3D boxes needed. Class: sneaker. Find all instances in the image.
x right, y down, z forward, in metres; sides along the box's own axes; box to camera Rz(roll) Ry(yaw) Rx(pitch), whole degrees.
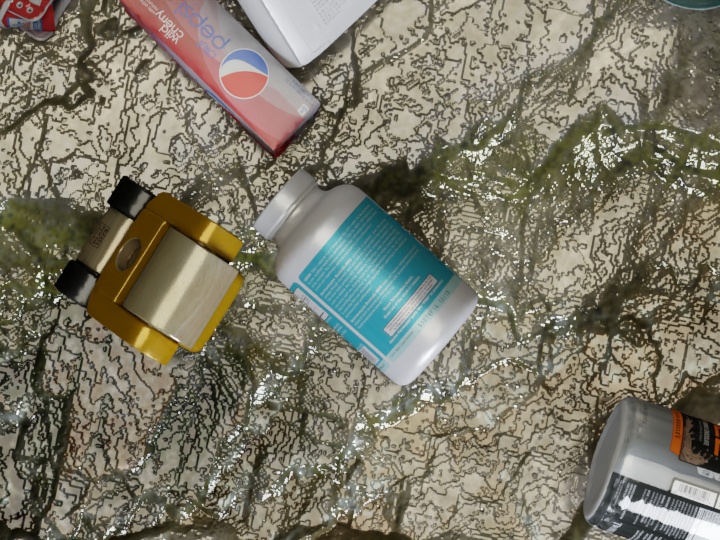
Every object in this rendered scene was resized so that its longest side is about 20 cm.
[{"bbox_3d":[-0.350,-0.237,1.697,0.199,0.071,0.113,-34,85,-5],"label":"sneaker"}]

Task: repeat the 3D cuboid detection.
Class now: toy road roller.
[{"bbox_3d":[-0.158,0.014,1.637,0.146,0.200,0.124,34,87,-36],"label":"toy road roller"}]

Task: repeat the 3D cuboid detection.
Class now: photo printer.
[{"bbox_3d":[-0.056,-0.304,1.652,0.166,0.069,0.200,-45,131,-12],"label":"photo printer"}]

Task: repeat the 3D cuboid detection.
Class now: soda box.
[{"bbox_3d":[-0.127,-0.195,1.702,0.200,0.070,0.063,44,87,1],"label":"soda box"}]

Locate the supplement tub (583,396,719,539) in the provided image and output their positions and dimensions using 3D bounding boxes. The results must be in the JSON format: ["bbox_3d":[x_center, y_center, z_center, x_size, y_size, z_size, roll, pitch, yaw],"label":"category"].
[{"bbox_3d":[0.308,0.198,1.669,0.198,0.123,0.124,19,86,-1],"label":"supplement tub"}]

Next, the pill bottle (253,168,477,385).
[{"bbox_3d":[0.000,0.000,1.675,0.200,0.111,0.111,42,86,0],"label":"pill bottle"}]

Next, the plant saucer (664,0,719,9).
[{"bbox_3d":[0.300,-0.339,1.713,0.198,0.027,0.202,-2,94,-28],"label":"plant saucer"}]
